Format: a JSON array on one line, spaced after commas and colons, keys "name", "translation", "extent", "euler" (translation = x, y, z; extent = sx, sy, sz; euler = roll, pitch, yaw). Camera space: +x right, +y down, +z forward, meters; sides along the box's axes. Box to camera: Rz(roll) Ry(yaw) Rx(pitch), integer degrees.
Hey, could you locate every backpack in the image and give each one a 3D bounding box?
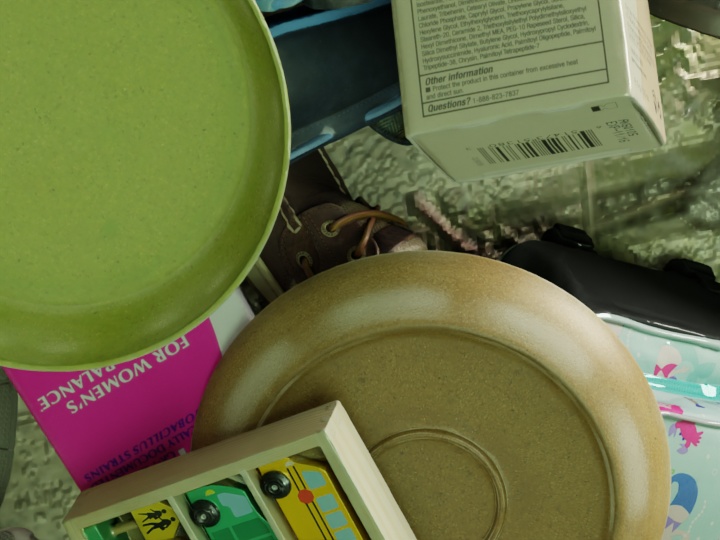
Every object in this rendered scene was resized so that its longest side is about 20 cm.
[{"name": "backpack", "translation": [0.108, 0.107, 1.313], "extent": [0.177, 0.151, 0.201], "euler": [13, 115, -34]}]

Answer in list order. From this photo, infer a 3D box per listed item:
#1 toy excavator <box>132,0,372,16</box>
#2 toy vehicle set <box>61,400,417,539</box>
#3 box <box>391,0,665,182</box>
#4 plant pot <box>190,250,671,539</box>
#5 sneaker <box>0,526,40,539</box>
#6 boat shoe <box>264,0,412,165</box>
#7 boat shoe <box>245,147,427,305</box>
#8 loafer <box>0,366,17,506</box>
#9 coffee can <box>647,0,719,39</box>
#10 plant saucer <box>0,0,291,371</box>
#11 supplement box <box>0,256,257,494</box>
[{"name": "toy excavator", "translation": [-0.110, -0.135, 1.174], "extent": [0.200, 0.194, 0.100], "euler": [-32, 119, -34]}, {"name": "toy vehicle set", "translation": [-0.020, 0.159, 1.202], "extent": [0.124, 0.027, 0.201], "euler": [-21, 110, 22]}, {"name": "box", "translation": [0.059, -0.145, 1.159], "extent": [0.094, 0.078, 0.201], "euler": [-8, 75, 15]}, {"name": "plant pot", "translation": [0.027, 0.090, 1.202], "extent": [0.198, 0.028, 0.201], "euler": [2, 112, 4]}, {"name": "sneaker", "translation": [-0.139, 0.209, 1.245], "extent": [0.082, 0.074, 0.202], "euler": [2, 87, -41]}, {"name": "boat shoe", "translation": [0.011, -0.084, 1.234], "extent": [0.199, 0.084, 0.069], "euler": [-17, 100, -29]}, {"name": "boat shoe", "translation": [0.000, 0.000, 1.246], "extent": [0.072, 0.072, 0.201], "euler": [-26, 86, 34]}, {"name": "loafer", "translation": [-0.204, 0.120, 1.270], "extent": [0.072, 0.063, 0.201], "euler": [12, 92, -48]}, {"name": "coffee can", "translation": [0.181, -0.201, 1.218], "extent": [0.145, 0.146, 0.201], "euler": [11, 106, -20]}, {"name": "plant saucer", "translation": [-0.122, -0.060, 1.137], "extent": [0.198, 0.031, 0.201], "euler": [3, 107, 8]}, {"name": "supplement box", "translation": [-0.081, 0.054, 1.262], "extent": [0.101, 0.103, 0.201], "euler": [-31, 117, -1]}]
